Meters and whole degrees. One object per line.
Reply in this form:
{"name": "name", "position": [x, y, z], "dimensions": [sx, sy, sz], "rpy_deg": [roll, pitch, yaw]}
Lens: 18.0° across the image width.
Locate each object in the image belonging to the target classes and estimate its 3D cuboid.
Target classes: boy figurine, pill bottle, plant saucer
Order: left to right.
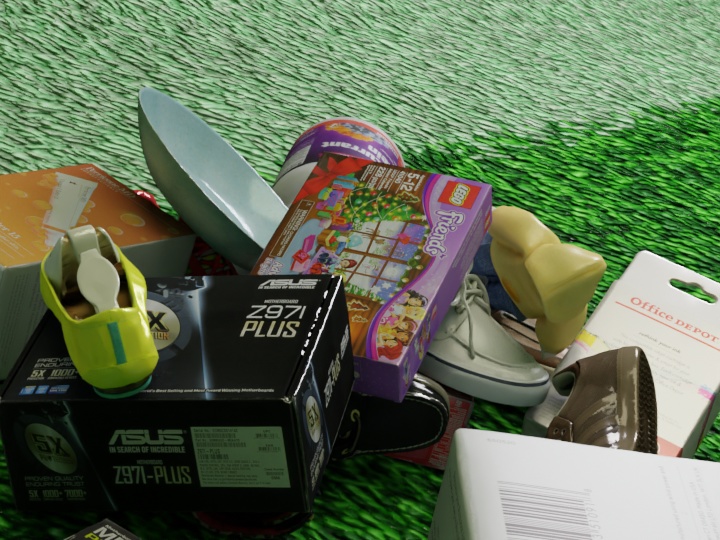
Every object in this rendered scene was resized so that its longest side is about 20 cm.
{"name": "plant saucer", "position": [-0.110, -0.055, 1.740], "dimensions": [0.201, 0.039, 0.201], "rpy_deg": [45, 10, -10]}
{"name": "pill bottle", "position": [-0.024, -0.050, 1.928], "dimensions": [0.110, 0.112, 0.200], "rpy_deg": [17, 22, 0]}
{"name": "boy figurine", "position": [0.127, 0.011, 1.706], "dimensions": [0.064, 0.125, 0.200], "rpy_deg": [-26, 12, -16]}

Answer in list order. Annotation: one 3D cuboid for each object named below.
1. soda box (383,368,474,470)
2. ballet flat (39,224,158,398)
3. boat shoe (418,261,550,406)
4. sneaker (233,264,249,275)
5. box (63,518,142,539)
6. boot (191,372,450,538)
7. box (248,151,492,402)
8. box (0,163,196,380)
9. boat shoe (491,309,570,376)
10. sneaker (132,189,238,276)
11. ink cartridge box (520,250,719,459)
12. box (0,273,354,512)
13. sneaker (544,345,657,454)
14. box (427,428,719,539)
{"name": "soda box", "position": [-0.019, 0.085, 1.680], "dimensions": [0.198, 0.064, 0.070], "rpy_deg": [16, 21, -7]}
{"name": "ballet flat", "position": [-0.170, 0.010, 1.455], "dimensions": [0.066, 0.068, 0.200], "rpy_deg": [-18, 28, -9]}
{"name": "boat shoe", "position": [0.062, 0.024, 1.684], "dimensions": [0.201, 0.087, 0.074], "rpy_deg": [30, 24, 29]}
{"name": "sneaker", "position": [-0.024, 0.032, 1.787], "dimensions": [0.199, 0.074, 0.082], "rpy_deg": [24, 20, 17]}
{"name": "box", "position": [-0.119, 0.228, 1.297], "dimensions": [0.199, 0.045, 0.160], "rpy_deg": [27, 23, 22]}
{"name": "boot", "position": [-0.030, 0.127, 1.562], "dimensions": [0.202, 0.074, 0.154], "rpy_deg": [4, 26, -9]}
{"name": "box", "position": [0.000, 0.000, 1.629], "dimensions": [0.136, 0.039, 0.201], "rpy_deg": [12, 45, 17]}
{"name": "box", "position": [-0.239, -0.001, 1.671], "dimensions": [0.124, 0.098, 0.199], "rpy_deg": [32, 26, 30]}
{"name": "boat shoe", "position": [0.140, 0.059, 1.820], "dimensions": [0.198, 0.068, 0.072], "rpy_deg": [21, -18, 4]}
{"name": "sneaker", "position": [-0.128, -0.001, 1.770], "dimensions": [0.199, 0.086, 0.077], "rpy_deg": [30, 26, 29]}
{"name": "ink cartridge box", "position": [0.215, 0.087, 1.731], "dimensions": [0.116, 0.068, 0.200], "rpy_deg": [26, 53, 17]}
{"name": "box", "position": [-0.116, 0.078, 1.480], "dimensions": [0.198, 0.087, 0.164], "rpy_deg": [-1, 28, 13]}
{"name": "sneaker", "position": [0.167, 0.138, 1.604], "dimensions": [0.075, 0.071, 0.201], "rpy_deg": [-13, 36, 21]}
{"name": "box", "position": [0.146, 0.213, 1.374], "dimensions": [0.198, 0.132, 0.199], "rpy_deg": [8, 28, -8]}
